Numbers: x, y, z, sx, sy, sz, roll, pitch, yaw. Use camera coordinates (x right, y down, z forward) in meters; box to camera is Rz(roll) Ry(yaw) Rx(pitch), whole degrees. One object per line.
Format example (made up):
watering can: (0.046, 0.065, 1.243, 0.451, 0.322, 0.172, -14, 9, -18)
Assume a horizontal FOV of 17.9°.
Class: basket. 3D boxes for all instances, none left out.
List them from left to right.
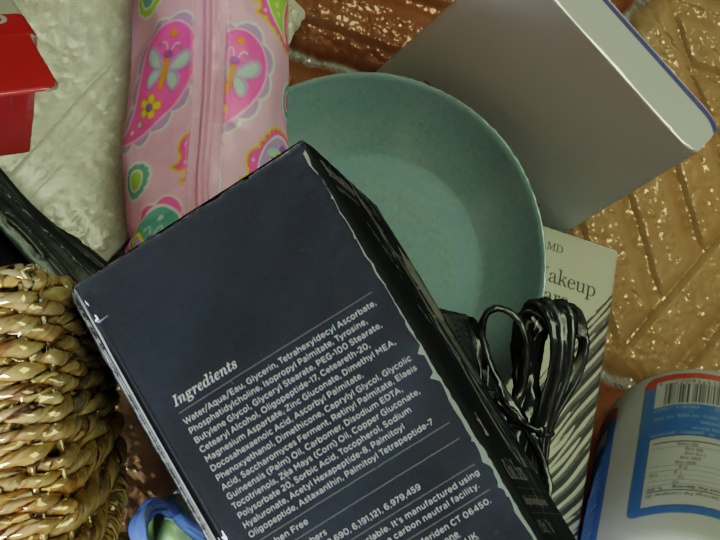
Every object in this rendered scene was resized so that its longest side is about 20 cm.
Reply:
basket: (-0.201, 0.091, 0.977, 0.199, 0.143, 0.150, -10, 81, 6)

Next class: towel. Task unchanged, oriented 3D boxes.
towel: (-0.129, -0.107, 1.195, 0.132, 0.034, 0.200, 42, 65, -6)

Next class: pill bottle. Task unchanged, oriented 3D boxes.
pill bottle: (0.165, 0.149, 1.157, 0.112, 0.112, 0.200, 35, 34, -10)

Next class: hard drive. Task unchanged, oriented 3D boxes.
hard drive: (0.086, -0.085, 1.186, 0.132, 0.200, 0.025, 48, 63, -4)

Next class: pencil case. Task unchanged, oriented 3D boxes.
pencil case: (-0.076, -0.094, 1.147, 0.087, 0.087, 0.201, 7, 75, -21)

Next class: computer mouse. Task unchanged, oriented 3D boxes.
computer mouse: (0.006, 0.064, 1.127, 0.199, 0.053, 0.139, 13, 88, 11)

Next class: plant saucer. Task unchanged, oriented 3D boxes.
plant saucer: (0.000, 0.000, 1.181, 0.200, 0.039, 0.202, -1, 84, 13)

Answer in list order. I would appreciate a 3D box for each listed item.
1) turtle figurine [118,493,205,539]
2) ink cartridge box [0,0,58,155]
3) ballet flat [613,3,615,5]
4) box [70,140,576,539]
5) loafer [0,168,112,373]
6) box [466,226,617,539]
turtle figurine: (-0.110, 0.200, 1.055, 0.194, 0.200, 0.144, -42, 72, -1)
ink cartridge box: (-0.226, -0.106, 1.074, 0.116, 0.068, 0.200, -9, 39, -24)
ballet flat: (0.119, -0.160, 1.304, 0.069, 0.069, 0.201, 10, 72, -20)
box: (-0.008, 0.070, 1.000, 0.124, 0.200, 0.197, -33, 81, 4)
loafer: (-0.193, -0.015, 1.114, 0.200, 0.068, 0.070, 38, 24, -11)
box: (0.076, 0.078, 1.208, 0.082, 0.068, 0.201, 16, 70, -19)
